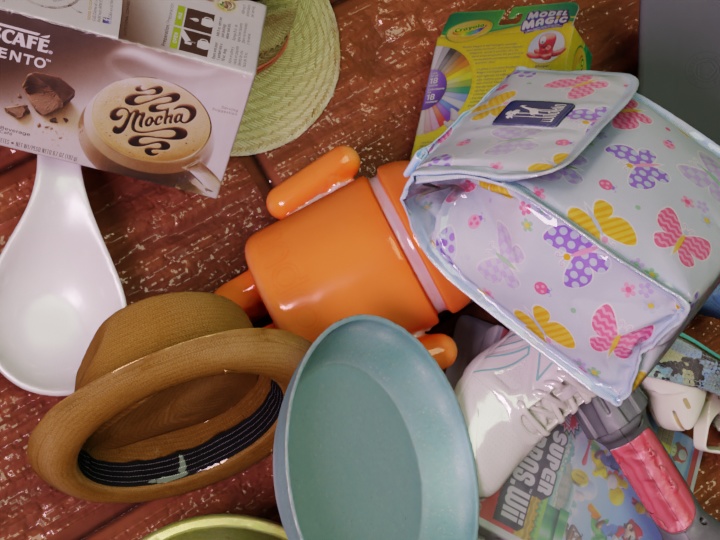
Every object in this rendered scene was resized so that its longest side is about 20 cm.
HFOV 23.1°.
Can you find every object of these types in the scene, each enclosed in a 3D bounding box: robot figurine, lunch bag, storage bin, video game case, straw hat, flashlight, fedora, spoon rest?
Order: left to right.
[{"bbox_3d":[-0.207,-0.014,1.180,0.099,0.061,0.201,1,71,-20],"label":"spoon rest"},{"bbox_3d":[-0.122,0.072,1.123,0.200,0.201,0.082,-6,55,-22],"label":"fedora"},{"bbox_3d":[-0.095,-0.185,1.261,0.200,0.085,0.202,6,71,-19],"label":"straw hat"},{"bbox_3d":[0.001,0.002,1.200,0.199,0.117,0.144,-28,39,2],"label":"robot figurine"},{"bbox_3d":[0.153,0.146,1.260,0.199,0.017,0.144,30,63,-21],"label":"video game case"},{"bbox_3d":[0.142,-0.042,1.135,0.200,0.127,0.170,37,42,12],"label":"lunch bag"},{"bbox_3d":[0.214,0.159,1.242,0.068,0.068,0.201,-37,97,-38],"label":"flashlight"},{"bbox_3d":[0.281,-0.132,1.370,0.134,0.146,0.201,3,69,10],"label":"storage bin"}]

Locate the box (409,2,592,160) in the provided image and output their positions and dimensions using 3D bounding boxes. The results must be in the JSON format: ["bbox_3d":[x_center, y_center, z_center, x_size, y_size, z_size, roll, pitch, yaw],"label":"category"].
[{"bbox_3d":[0.100,-0.104,1.297,0.048,0.117,0.201,42,55,-53],"label":"box"}]

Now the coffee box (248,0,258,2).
[{"bbox_3d":[-0.134,-0.230,1.193,0.080,0.199,0.113,54,32,-45],"label":"coffee box"}]

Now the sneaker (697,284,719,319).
[{"bbox_3d":[0.189,0.023,1.313,0.199,0.079,0.090,7,77,-9],"label":"sneaker"}]

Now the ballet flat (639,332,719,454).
[{"bbox_3d":[0.249,0.094,1.281,0.199,0.074,0.075,26,63,-34],"label":"ballet flat"}]

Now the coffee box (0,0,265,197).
[{"bbox_3d":[-0.173,-0.134,1.143,0.199,0.113,0.080,14,44,-10],"label":"coffee box"}]

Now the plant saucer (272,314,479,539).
[{"bbox_3d":[0.005,0.129,1.087,0.200,0.036,0.201,25,58,-48],"label":"plant saucer"}]

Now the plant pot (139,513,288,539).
[{"bbox_3d":[-0.086,0.259,1.023,0.199,0.184,0.202,0,93,0],"label":"plant pot"}]

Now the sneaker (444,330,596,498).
[{"bbox_3d":[0.126,0.070,1.194,0.201,0.080,0.070,-57,131,-20],"label":"sneaker"}]

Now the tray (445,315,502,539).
[{"bbox_3d":[0.102,0.135,1.264,0.107,0.022,0.201,19,67,-12],"label":"tray"}]
